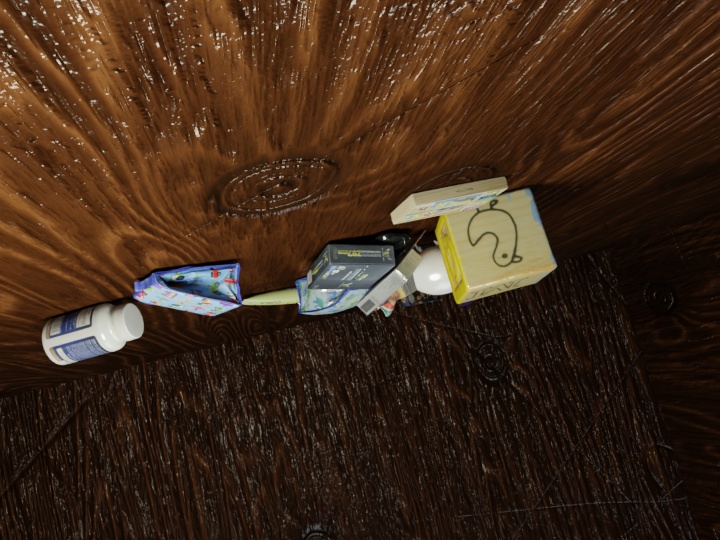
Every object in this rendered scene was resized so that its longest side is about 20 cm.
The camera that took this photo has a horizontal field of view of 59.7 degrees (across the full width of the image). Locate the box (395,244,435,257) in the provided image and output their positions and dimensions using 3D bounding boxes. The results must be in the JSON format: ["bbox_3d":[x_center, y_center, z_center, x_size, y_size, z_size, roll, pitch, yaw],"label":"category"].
[{"bbox_3d":[0.144,-0.027,1.868,0.157,0.051,0.200,-7,169,-42],"label":"box"}]

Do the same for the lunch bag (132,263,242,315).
[{"bbox_3d":[-0.370,0.041,1.306,0.199,0.094,0.150,2,166,-35],"label":"lunch bag"}]

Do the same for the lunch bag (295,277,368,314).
[{"bbox_3d":[-0.060,0.058,1.816,0.199,0.128,0.170,-8,178,38],"label":"lunch bag"}]

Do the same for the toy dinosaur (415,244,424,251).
[{"bbox_3d":[0.250,-0.031,1.712,0.105,0.200,0.182,-36,-166,30],"label":"toy dinosaur"}]

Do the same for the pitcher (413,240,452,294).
[{"bbox_3d":[0.228,-0.033,1.561,0.199,0.172,0.121,-11,174,11],"label":"pitcher"}]

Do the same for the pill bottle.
[{"bbox_3d":[-0.602,0.138,1.422,0.199,0.111,0.111,-15,172,9],"label":"pill bottle"}]

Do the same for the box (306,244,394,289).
[{"bbox_3d":[-0.027,-0.005,1.481,0.157,0.051,0.200,0,163,-21],"label":"box"}]

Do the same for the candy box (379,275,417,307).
[{"bbox_3d":[0.130,0.034,1.744,0.116,0.057,0.200,-25,179,43],"label":"candy box"}]

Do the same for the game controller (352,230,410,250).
[{"bbox_3d":[0.023,-0.056,1.513,0.200,0.042,0.104,-21,156,38],"label":"game controller"}]

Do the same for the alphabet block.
[{"bbox_3d":[0.295,-0.051,1.411,0.199,0.196,0.196,-15,166,-2],"label":"alphabet block"}]

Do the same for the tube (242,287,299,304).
[{"bbox_3d":[-0.268,0.085,1.929,0.199,0.052,0.058,-6,129,-25],"label":"tube"}]

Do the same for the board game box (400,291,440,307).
[{"bbox_3d":[0.202,0.052,2.232,0.035,0.136,0.200,-20,171,38],"label":"board game box"}]

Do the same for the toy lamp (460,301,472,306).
[{"bbox_3d":[0.270,0.022,1.861,0.058,0.200,0.058,-11,131,-13],"label":"toy lamp"}]

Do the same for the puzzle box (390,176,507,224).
[{"bbox_3d":[0.170,-0.135,1.226,0.199,0.026,0.133,-12,173,-17],"label":"puzzle box"}]

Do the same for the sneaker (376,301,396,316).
[{"bbox_3d":[0.027,0.071,1.906,0.199,0.094,0.070,27,-156,36],"label":"sneaker"}]

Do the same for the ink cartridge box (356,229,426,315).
[{"bbox_3d":[0.089,0.006,1.564,0.174,0.044,0.200,-49,-177,-41],"label":"ink cartridge box"}]

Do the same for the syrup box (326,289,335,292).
[{"bbox_3d":[0.000,0.000,1.683,0.199,0.079,0.081,-8,170,-39],"label":"syrup box"}]
